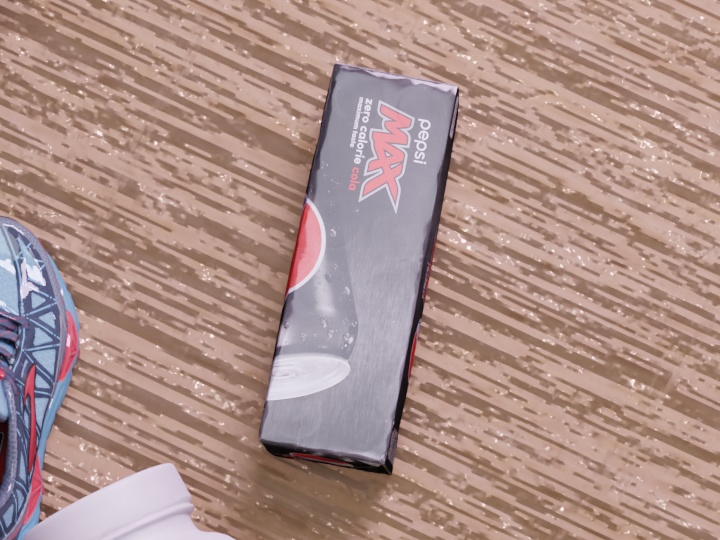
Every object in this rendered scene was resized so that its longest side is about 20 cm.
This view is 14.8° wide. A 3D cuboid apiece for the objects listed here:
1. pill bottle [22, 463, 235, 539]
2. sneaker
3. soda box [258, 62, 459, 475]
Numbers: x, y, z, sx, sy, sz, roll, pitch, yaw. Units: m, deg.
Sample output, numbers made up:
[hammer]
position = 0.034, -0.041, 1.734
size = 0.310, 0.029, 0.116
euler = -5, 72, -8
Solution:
[pill bottle]
position = -0.086, 0.203, 1.369
size = 0.112, 0.112, 0.200
euler = -27, 81, -3
[sneaker]
position = -0.186, 0.059, 1.393
size = 0.079, 0.096, 0.200
euler = 1, 68, 0
[soda box]
position = 0.000, 0.000, 1.423
size = 0.071, 0.063, 0.200
euler = 10, 81, 3
